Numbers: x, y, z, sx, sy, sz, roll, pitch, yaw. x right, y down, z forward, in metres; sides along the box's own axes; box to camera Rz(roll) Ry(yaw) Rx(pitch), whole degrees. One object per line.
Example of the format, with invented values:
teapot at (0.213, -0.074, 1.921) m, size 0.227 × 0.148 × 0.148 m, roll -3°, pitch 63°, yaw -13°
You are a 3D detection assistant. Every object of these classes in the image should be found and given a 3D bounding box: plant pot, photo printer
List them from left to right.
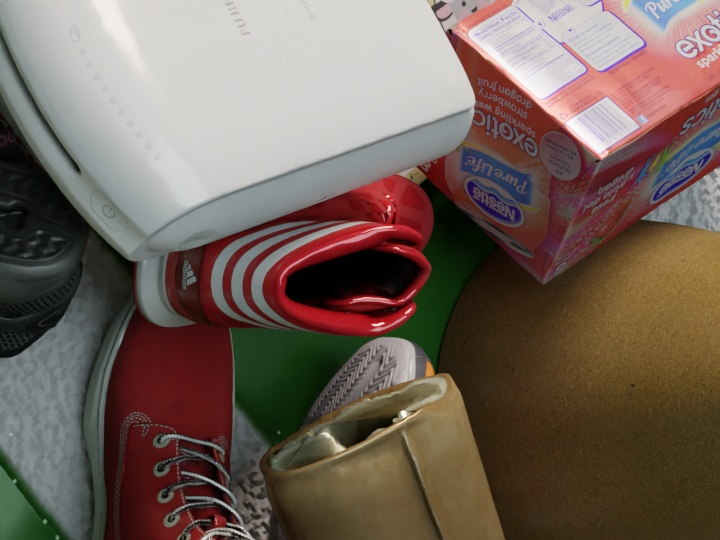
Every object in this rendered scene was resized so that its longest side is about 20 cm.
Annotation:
photo printer at (-0.065, -0.098, 1.191) m, size 0.200 × 0.069 × 0.167 m, roll -21°, pitch 77°, yaw -41°
plant pot at (0.166, 0.056, 1.351) m, size 0.186 × 0.200 × 0.187 m, roll 3°, pitch 83°, yaw -29°

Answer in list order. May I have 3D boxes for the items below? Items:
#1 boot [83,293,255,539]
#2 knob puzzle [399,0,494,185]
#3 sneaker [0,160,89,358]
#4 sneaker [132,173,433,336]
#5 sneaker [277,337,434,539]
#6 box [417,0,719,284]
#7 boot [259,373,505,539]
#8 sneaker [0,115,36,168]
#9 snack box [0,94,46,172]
boot at (-0.069, 0.096, 1.245) m, size 0.072 × 0.144 × 0.200 m, roll 11°, pitch 79°, yaw -27°
knob puzzle at (0.019, -0.150, 1.359) m, size 0.219 × 0.030 × 0.220 m, roll -4°, pitch 97°, yaw -35°
sneaker at (-0.217, -0.013, 1.210) m, size 0.199 × 0.114 × 0.076 m, roll 16°, pitch 55°, yaw 0°
sneaker at (0.000, 0.000, 1.267) m, size 0.200 × 0.115 × 0.079 m, roll -20°, pitch 116°, yaw -52°
sneaker at (0.019, 0.137, 1.340) m, size 0.112 × 0.078 × 0.200 m, roll 17°, pitch 88°, yaw -32°
box at (0.129, -0.095, 1.366) m, size 0.103 × 0.095 × 0.200 m, roll 43°, pitch 51°, yaw 18°
boot at (0.064, 0.139, 1.284) m, size 0.175 × 0.066 × 0.200 m, roll -28°, pitch 109°, yaw -24°
sneaker at (-0.134, -0.113, 1.271) m, size 0.095 × 0.079 × 0.200 m, roll 32°, pitch 69°, yaw -12°
snack box at (-0.155, -0.125, 1.225) m, size 0.072 × 0.024 × 0.200 m, roll -36°, pitch 89°, yaw -14°
